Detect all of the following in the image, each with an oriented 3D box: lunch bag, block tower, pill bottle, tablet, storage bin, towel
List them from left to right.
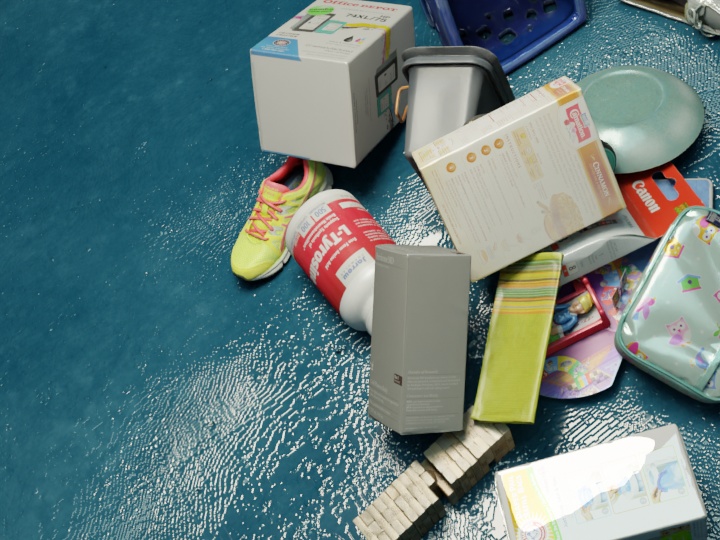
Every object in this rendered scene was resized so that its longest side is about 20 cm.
[{"bbox_3d":[0.000,0.000,1.428,0.112,0.113,0.200,-38,57,-5],"label":"pill bottle"},{"bbox_3d":[0.085,0.241,1.299,0.200,0.058,0.054,-41,57,-9],"label":"block tower"},{"bbox_3d":[0.112,-0.175,1.450,0.143,0.200,0.136,4,72,20],"label":"storage bin"},{"bbox_3d":[0.177,0.074,1.293,0.085,0.018,0.203,-7,62,44],"label":"towel"},{"bbox_3d":[0.358,-0.023,1.382,0.128,0.014,0.203,0,61,19],"label":"tablet"},{"bbox_3d":[0.387,0.037,1.269,0.159,0.077,0.202,31,89,16],"label":"lunch bag"}]

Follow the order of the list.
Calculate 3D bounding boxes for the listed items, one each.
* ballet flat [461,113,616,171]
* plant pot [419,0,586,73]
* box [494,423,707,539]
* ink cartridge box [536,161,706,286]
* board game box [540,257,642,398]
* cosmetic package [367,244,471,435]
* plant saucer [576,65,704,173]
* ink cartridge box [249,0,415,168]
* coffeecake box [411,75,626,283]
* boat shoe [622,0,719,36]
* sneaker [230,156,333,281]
[{"bbox_3d":[0.208,-0.146,1.374,0.197,0.073,0.074,11,61,-10],"label":"ballet flat"},{"bbox_3d":[0.168,-0.402,1.555,0.198,0.201,0.181,-31,51,0],"label":"plant pot"},{"bbox_3d":[0.252,0.251,1.202,0.197,0.113,0.103,-17,59,9],"label":"box"},{"bbox_3d":[0.293,-0.082,1.382,0.198,0.050,0.163,-28,37,8],"label":"ink cartridge box"},{"bbox_3d":[0.243,0.049,1.352,0.156,0.039,0.202,15,68,31],"label":"board game box"},{"bbox_3d":[0.065,0.074,1.294,0.089,0.107,0.204,-2,95,-20],"label":"cosmetic package"},{"bbox_3d":[0.333,-0.205,1.451,0.198,0.039,0.203,-10,46,11],"label":"plant saucer"},{"bbox_3d":[-0.030,-0.255,1.520,0.145,0.148,0.200,12,36,24],"label":"ink cartridge box"},{"bbox_3d":[0.181,-0.104,1.310,0.198,0.155,0.073,-26,21,4],"label":"coffeecake box"},{"bbox_3d":[0.426,-0.352,1.513,0.065,0.075,0.202,-46,54,-4],"label":"boat shoe"},{"bbox_3d":[-0.117,-0.080,1.526,0.077,0.091,0.202,23,72,26],"label":"sneaker"}]
